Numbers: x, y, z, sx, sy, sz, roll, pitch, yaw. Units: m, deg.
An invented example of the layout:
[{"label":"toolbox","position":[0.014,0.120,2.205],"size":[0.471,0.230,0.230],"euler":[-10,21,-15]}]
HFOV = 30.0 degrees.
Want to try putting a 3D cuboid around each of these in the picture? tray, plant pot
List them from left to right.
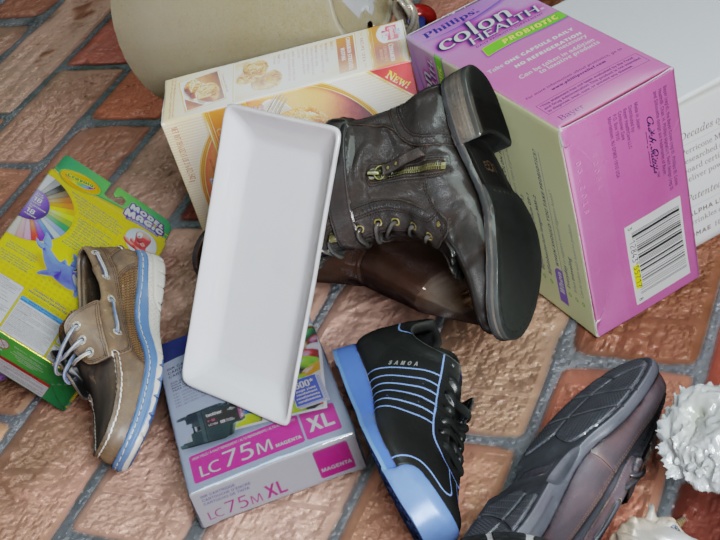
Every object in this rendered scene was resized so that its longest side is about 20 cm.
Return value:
[{"label":"tray","position":[-0.064,-0.006,0.914],"size":[0.107,0.201,0.022],"euler":[17,11,37]},{"label":"plant pot","position":[-0.077,-0.234,1.141],"size":[0.199,0.188,0.187],"euler":[5,41,37]}]

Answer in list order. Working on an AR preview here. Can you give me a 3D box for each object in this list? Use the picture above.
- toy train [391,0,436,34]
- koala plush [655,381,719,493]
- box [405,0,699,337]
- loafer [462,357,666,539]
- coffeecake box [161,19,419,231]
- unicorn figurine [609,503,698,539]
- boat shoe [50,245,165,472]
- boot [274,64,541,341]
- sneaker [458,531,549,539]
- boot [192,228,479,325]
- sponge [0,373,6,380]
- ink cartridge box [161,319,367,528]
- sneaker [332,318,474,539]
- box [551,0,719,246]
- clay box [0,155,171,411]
[{"label":"toy train","position":[0.089,-0.186,1.131],"size":[0.115,0.200,0.085],"euler":[-3,72,5]},{"label":"koala plush","position":[0.263,0.103,0.710],"size":[0.176,0.185,0.200],"euler":[-5,15,-23]},{"label":"box","position":[0.138,-0.084,0.976],"size":[0.096,0.177,0.200],"euler":[-29,37,-16]},{"label":"loafer","position":[0.131,0.132,0.809],"size":[0.200,0.063,0.072],"euler":[-42,12,-37]},{"label":"coffeecake box","position":[-0.041,-0.097,1.087],"size":[0.199,0.154,0.073],"euler":[-14,37,5]},{"label":"unicorn figurine","position":[0.166,0.192,0.683],"size":[0.137,0.074,0.200],"euler":[7,47,46]},{"label":"boat shoe","position":[-0.188,0.060,0.982],"size":[0.072,0.072,0.201],"euler":[17,37,-21]},{"label":"boot","position":[0.022,-0.030,0.899],"size":[0.173,0.069,0.201],"euler":[-19,69,27]},{"label":"sneaker","position":[0.045,0.195,0.722],"size":[0.199,0.081,0.074],"euler":[-9,23,25]},{"label":"boot","position":[0.000,0.000,0.967],"size":[0.185,0.065,0.200],"euler":[-12,23,-30]},{"label":"sponge","position":[-0.331,0.055,1.031],"size":[0.111,0.030,0.200],"euler":[41,43,12]},{"label":"ink cartridge box","position":[-0.079,0.085,0.962],"size":[0.119,0.042,0.200],"euler":[-20,34,-4]},{"label":"sneaker","position":[0.040,0.097,0.870],"size":[0.077,0.070,0.200],"euler":[-24,36,-1]},{"label":"box","position":[0.258,-0.145,1.046],"size":[0.199,0.131,0.199],"euler":[-27,36,-13]},{"label":"clay box","position":[-0.236,0.003,1.073],"size":[0.048,0.115,0.201],"euler":[-47,14,39]}]
